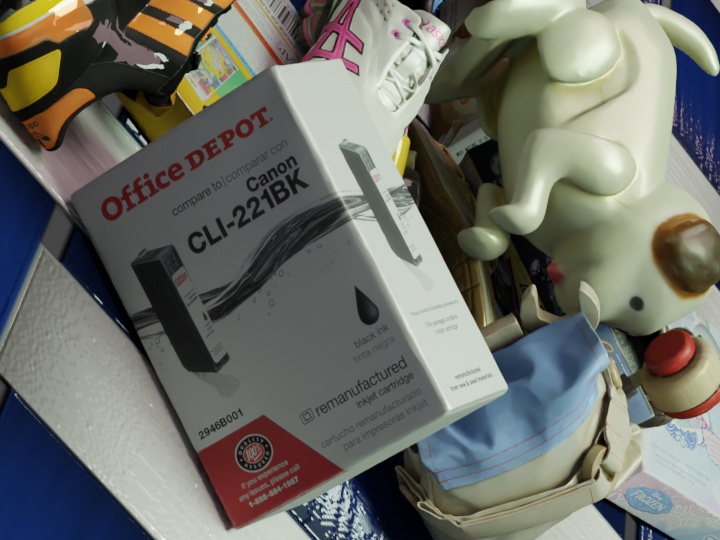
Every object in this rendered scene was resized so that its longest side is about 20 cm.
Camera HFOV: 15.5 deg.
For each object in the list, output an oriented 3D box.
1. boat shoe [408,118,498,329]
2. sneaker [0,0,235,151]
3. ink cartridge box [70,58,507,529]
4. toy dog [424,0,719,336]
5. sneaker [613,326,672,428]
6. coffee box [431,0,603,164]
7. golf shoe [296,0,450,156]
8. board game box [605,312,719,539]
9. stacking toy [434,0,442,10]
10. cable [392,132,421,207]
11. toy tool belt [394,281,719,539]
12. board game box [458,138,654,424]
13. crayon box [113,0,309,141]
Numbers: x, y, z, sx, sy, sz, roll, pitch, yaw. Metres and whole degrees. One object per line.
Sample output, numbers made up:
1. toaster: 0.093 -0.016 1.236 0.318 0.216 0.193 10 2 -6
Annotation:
1. boat shoe: 0.053 -0.015 1.658 0.069 0.074 0.201 23 41 -47
2. sneaker: -0.106 -0.132 1.409 0.199 0.070 0.090 -27 104 -24
3. ink cartridge box: -0.038 0.010 1.375 0.201 0.144 0.084 63 25 7
4. toy dog: 0.142 -0.056 1.597 0.193 0.139 0.201 -11 75 -32
5. sneaker: 0.168 0.005 1.740 0.201 0.070 0.076 65 -14 3
6. coffee box: 0.117 -0.136 1.863 0.080 0.114 0.201 47 29 -27
7. golf shoe: 0.007 -0.119 1.544 0.073 0.092 0.201 46 30 -29
8. board game box: 0.214 0.097 1.877 0.200 0.043 0.200 33 36 -45
9. stacking toy: 0.015 -0.179 1.773 0.085 0.085 0.200 50 33 -20
10. cable: 0.000 0.000 1.580 0.050 0.097 0.201 18 60 -13
11. toy tool belt: 0.103 0.071 1.506 0.123 0.199 0.125 56 2 -31
12. board game box: 0.118 0.018 1.709 0.201 0.034 0.136 64 -9 5
13. crayon box: -0.072 -0.095 1.538 0.126 0.051 0.200 53 25 -14
